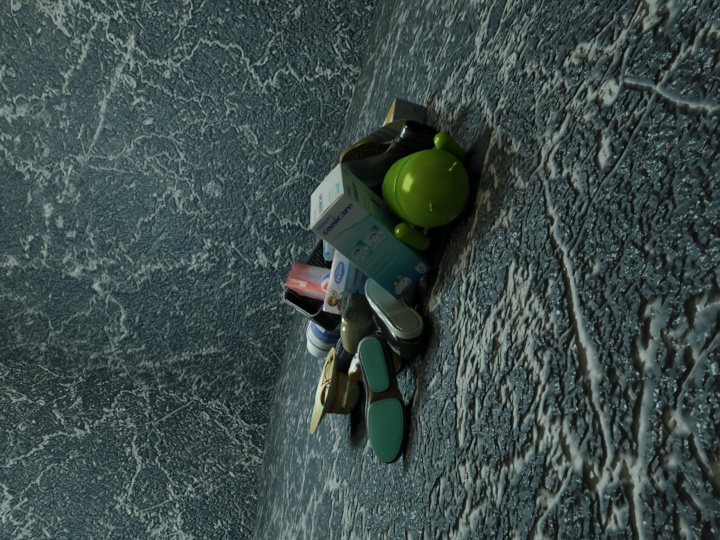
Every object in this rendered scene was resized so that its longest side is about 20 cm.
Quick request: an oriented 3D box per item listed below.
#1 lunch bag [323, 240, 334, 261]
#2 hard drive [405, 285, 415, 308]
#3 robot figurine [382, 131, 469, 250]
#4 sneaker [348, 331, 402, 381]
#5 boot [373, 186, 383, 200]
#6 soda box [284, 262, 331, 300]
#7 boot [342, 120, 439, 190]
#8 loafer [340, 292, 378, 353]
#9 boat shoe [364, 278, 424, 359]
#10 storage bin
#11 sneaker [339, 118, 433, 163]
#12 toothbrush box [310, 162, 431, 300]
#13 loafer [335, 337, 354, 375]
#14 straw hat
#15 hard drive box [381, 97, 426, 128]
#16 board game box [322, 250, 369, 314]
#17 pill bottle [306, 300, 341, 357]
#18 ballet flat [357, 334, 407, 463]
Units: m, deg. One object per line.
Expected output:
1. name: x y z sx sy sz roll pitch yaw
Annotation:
1. lunch bag: -0.033 -0.129 1.235 0.162 0.081 0.202 99 -178 -55
2. hard drive: 0.066 0.037 1.062 0.200 0.026 0.134 142 140 -74
3. robot figurine: 0.100 -0.128 0.846 0.177 0.114 0.200 -64 11 1
4. sneaker: 0.027 0.152 1.005 0.200 0.075 0.089 136 153 -64
5. boot: 0.031 -0.138 1.072 0.200 0.166 0.077 -126 55 -76
6. soda box: -0.079 0.035 1.256 0.198 0.070 0.064 10 73 35
7. boot: 0.055 -0.218 0.979 0.070 0.198 0.132 53 132 20
8. loafer: -0.002 0.094 0.981 0.200 0.075 0.069 -38 -34 -73
9. boat shoe: 0.053 0.075 0.910 0.201 0.074 0.061 -111 16 -61
10. storage bin: -0.083 0.034 1.368 0.134 0.094 0.201 25 76 39
11. sneaker: 0.049 -0.257 1.091 0.090 0.197 0.068 -110 1 -57
12. toothbrush box: 0.013 -0.068 0.903 0.085 0.199 0.147 -45 22 18
13. loafer: -0.044 0.253 1.311 0.063 0.071 0.203 -4 -66 -71
14. straw hat: -0.047 0.278 1.206 0.201 0.084 0.204 -163 90 -82
15. hard drive box: 0.080 -0.256 1.213 0.156 0.076 0.203 124 156 -63
16. board game box: 0.000 0.000 1.125 0.199 0.041 0.203 25 -105 -65
17. pill bottle: -0.089 0.161 1.495 0.201 0.109 0.112 116 164 -48
18. ballet flat: 0.040 0.205 0.870 0.073 0.072 0.203 134 128 -69
